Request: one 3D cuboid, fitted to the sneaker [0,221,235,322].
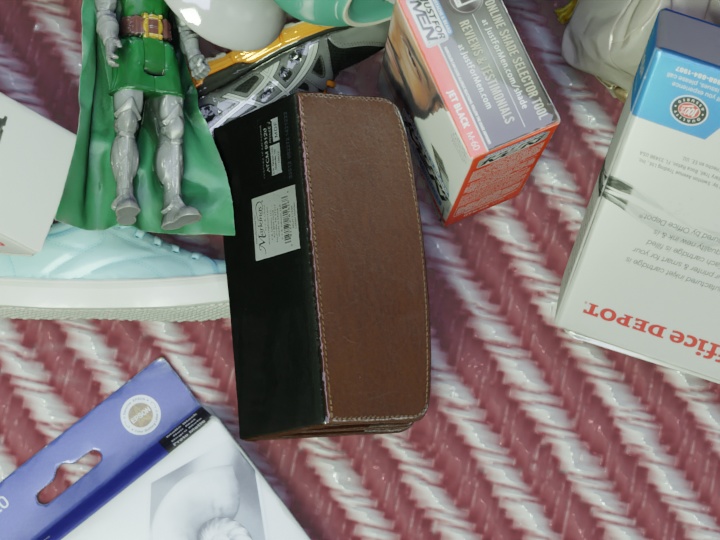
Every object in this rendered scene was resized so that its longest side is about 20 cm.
[{"bbox_3d":[-0.153,-0.011,1.274,0.199,0.074,0.083,1,82,-5],"label":"sneaker"}]

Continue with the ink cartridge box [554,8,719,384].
[{"bbox_3d":[0.221,-0.042,1.249,0.145,0.084,0.201,18,118,0],"label":"ink cartridge box"}]

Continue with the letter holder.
[{"bbox_3d":[0.000,0.000,1.242,0.141,0.100,0.201,1,80,-35],"label":"letter holder"}]

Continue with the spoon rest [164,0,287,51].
[{"bbox_3d":[-0.062,-0.199,1.275,0.099,0.061,0.200,50,44,4],"label":"spoon rest"}]

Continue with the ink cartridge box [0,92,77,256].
[{"bbox_3d":[-0.293,-0.088,1.200,0.199,0.147,0.086,28,76,-37],"label":"ink cartridge box"}]

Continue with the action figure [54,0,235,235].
[{"bbox_3d":[-0.133,-0.124,1.222,0.118,0.055,0.201,6,69,-32],"label":"action figure"}]

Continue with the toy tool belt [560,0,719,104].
[{"bbox_3d":[0.228,-0.196,1.325,0.123,0.125,0.201,33,81,-32],"label":"toy tool belt"}]

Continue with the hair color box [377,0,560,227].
[{"bbox_3d":[0.063,-0.106,1.241,0.064,0.200,0.111,-23,81,-8],"label":"hair color box"}]

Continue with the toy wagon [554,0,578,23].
[{"bbox_3d":[0.094,-0.259,1.353,0.155,0.040,0.200,-39,84,-9],"label":"toy wagon"}]

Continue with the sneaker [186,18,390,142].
[{"bbox_3d":[-0.064,-0.116,1.305,0.199,0.078,0.078,-25,97,-5],"label":"sneaker"}]

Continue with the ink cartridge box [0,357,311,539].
[{"bbox_3d":[-0.141,0.188,1.254,0.199,0.041,0.200,-39,84,-10],"label":"ink cartridge box"}]

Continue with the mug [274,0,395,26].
[{"bbox_3d":[0.005,-0.223,1.167,0.151,0.185,0.115,-23,75,-21],"label":"mug"}]
